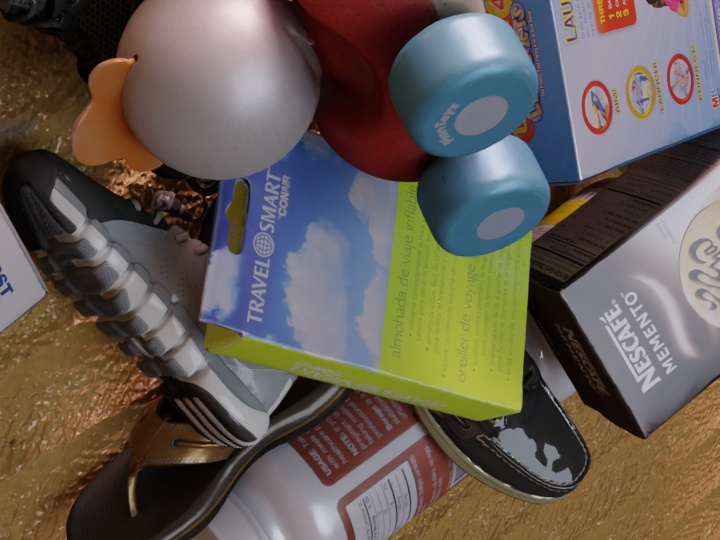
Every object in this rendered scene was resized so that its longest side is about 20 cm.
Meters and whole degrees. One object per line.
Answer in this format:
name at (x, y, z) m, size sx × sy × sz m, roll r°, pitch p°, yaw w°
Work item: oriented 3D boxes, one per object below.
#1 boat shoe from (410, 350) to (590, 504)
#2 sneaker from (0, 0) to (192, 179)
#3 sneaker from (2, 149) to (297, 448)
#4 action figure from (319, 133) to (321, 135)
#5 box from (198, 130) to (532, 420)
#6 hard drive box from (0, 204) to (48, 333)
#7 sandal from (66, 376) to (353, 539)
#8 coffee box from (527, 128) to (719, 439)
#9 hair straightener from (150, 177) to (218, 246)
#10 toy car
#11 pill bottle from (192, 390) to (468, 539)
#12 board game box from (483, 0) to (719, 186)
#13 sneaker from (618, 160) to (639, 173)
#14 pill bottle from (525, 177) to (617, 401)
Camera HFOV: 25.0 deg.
boat shoe at (0.066, 0.060, 0.953) m, size 0.201 × 0.066 × 0.072 m, roll 46°, pitch 62°, yaw -9°
sneaker at (-0.139, -0.123, 0.789) m, size 0.114 × 0.076 × 0.200 m, roll -32°, pitch 126°, yaw -28°
sneaker at (-0.094, -0.010, 0.870) m, size 0.116 × 0.075 × 0.200 m, roll -49°, pitch 115°, yaw -25°
action figure at (0.035, -0.090, 0.947) m, size 0.193 × 0.200 × 0.105 m, roll 41°, pitch 34°, yaw -25°
box at (0.000, 0.000, 0.860) m, size 0.199 × 0.048 × 0.123 m, roll 17°, pitch 68°, yaw -30°
hard drive box at (-0.262, 0.005, 0.724) m, size 0.200 × 0.077 × 0.156 m, roll -41°, pitch 133°, yaw -23°
sandal at (-0.087, 0.091, 0.923) m, size 0.199 × 0.082 × 0.055 m, roll -35°, pitch 131°, yaw -11°
coffee box at (0.200, -0.010, 0.970) m, size 0.200 × 0.080 × 0.113 m, roll -38°, pitch 111°, yaw -10°
hair straightener at (-0.076, -0.045, 0.909) m, size 0.077 × 0.041 × 0.201 m, roll -8°, pitch 120°, yaw -42°
toy car at (-0.039, -0.090, 0.762) m, size 0.199 × 0.185 × 0.177 m, roll -22°, pitch 151°, yaw -2°
pill bottle at (-0.019, 0.121, 0.997) m, size 0.199 × 0.112 × 0.113 m, roll -33°, pitch 129°, yaw -29°
board game box at (0.135, -0.163, 0.874) m, size 0.195 × 0.056 × 0.201 m, roll -21°, pitch 104°, yaw -45°
sneaker at (0.215, -0.091, 1.094) m, size 0.088 × 0.201 × 0.080 m, roll -18°, pitch 165°, yaw -42°
pill bottle at (0.132, 0.023, 1.091) m, size 0.200 × 0.104 × 0.105 m, roll -35°, pitch 131°, yaw -37°
